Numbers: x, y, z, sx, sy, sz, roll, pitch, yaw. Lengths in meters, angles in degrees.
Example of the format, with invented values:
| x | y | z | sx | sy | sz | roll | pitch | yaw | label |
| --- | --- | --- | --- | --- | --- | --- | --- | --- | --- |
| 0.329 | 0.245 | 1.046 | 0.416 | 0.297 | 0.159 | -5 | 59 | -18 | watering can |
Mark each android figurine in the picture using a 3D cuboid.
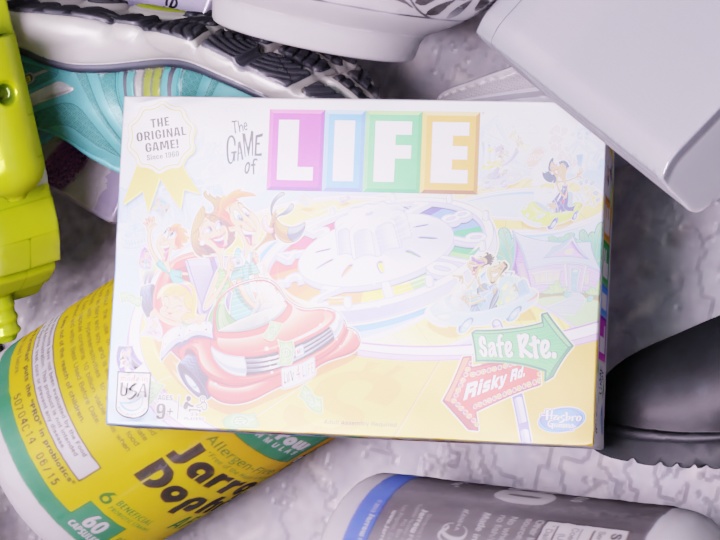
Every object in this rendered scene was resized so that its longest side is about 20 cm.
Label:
| x | y | z | sx | sy | sz | roll | pitch | yaw | label |
| --- | --- | --- | --- | --- | --- | --- | --- | --- | --- |
| -0.186 | -0.066 | 1.086 | 0.182 | 0.041 | 0.201 | 11 | 114 | 60 | android figurine |

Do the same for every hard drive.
| x | y | z | sx | sy | sz | roll | pitch | yaw | label |
| --- | --- | --- | --- | --- | --- | --- | --- | --- | --- |
| 0.125 | -0.105 | 0.892 | 0.132 | 0.027 | 0.200 | -46 | 26 | 3 | hard drive |

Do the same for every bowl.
| x | y | z | sx | sy | sz | roll | pitch | yaw | label |
| --- | --- | --- | --- | --- | --- | --- | --- | --- | --- |
| -0.011 | -0.142 | 0.998 | 0.200 | 0.200 | 0.095 | 18 | 102 | 28 | bowl |

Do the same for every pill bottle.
| x | y | z | sx | sy | sz | roll | pitch | yaw | label |
| --- | --- | --- | --- | --- | --- | --- | --- | --- | --- |
| -0.061 | 0.039 | 1.057 | 0.199 | 0.113 | 0.113 | -32 | 72 | 21 | pill bottle |
| 0.087 | 0.147 | 0.967 | 0.199 | 0.114 | 0.115 | 5 | 87 | 28 | pill bottle |

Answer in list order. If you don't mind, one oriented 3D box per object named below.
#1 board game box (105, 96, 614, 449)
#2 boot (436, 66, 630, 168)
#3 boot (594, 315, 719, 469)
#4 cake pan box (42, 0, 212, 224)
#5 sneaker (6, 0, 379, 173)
| x | y | z | sx | sy | sz | roll | pitch | yaw | label |
| --- | --- | --- | --- | --- | --- | --- | --- | --- | --- |
| 0.000 | 0.000 | 0.963 | 0.199 | 0.034 | 0.136 | 1 | 84 | 13 | board game box |
| 0.116 | -0.100 | 1.008 | 0.199 | 0.074 | 0.096 | -8 | 75 | 19 | boot |
| 0.176 | -0.010 | 0.933 | 0.197 | 0.073 | 0.164 | -4 | 104 | 21 | boot |
| -0.132 | -0.146 | 1.148 | 0.184 | 0.052 | 0.201 | 30 | 99 | 25 | cake pan box |
| -0.080 | -0.074 | 1.060 | 0.199 | 0.077 | 0.080 | 10 | 107 | 29 | sneaker |
